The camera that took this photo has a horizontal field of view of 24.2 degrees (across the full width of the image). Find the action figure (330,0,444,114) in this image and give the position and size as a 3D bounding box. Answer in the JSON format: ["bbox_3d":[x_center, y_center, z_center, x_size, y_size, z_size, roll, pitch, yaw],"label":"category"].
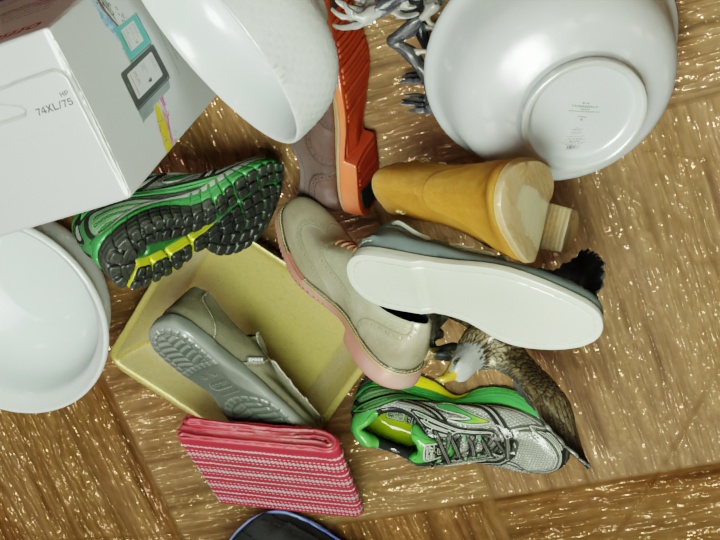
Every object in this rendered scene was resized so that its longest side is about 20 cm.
[{"bbox_3d":[0.025,-0.219,1.269,0.101,0.119,0.201,-9,121,14],"label":"action figure"}]

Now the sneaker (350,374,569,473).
[{"bbox_3d":[0.085,0.149,1.475,0.199,0.085,0.078,9,121,12],"label":"sneaker"}]

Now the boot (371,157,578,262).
[{"bbox_3d":[0.072,-0.052,1.233,0.143,0.201,0.071,14,88,20],"label":"boot"}]

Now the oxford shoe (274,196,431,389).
[{"bbox_3d":[0.000,0.000,1.342,0.200,0.071,0.074,51,135,30],"label":"oxford shoe"}]

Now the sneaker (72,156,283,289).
[{"bbox_3d":[-0.144,-0.057,1.370,0.085,0.199,0.078,37,131,32],"label":"sneaker"}]

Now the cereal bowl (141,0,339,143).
[{"bbox_3d":[-0.085,-0.197,1.264,0.083,0.200,0.200,-42,104,-12],"label":"cereal bowl"}]

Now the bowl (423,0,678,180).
[{"bbox_3d":[0.153,-0.138,1.239,0.200,0.091,0.202,-7,129,-9],"label":"bowl"}]

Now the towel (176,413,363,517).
[{"bbox_3d":[-0.076,0.177,1.499,0.144,0.023,0.200,5,156,10],"label":"towel"}]

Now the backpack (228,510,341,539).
[{"bbox_3d":[-0.061,0.343,1.578,0.200,0.183,0.147,34,144,7],"label":"backpack"}]

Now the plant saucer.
[{"bbox_3d":[-0.098,0.057,1.503,0.199,0.049,0.200,33,123,-3],"label":"plant saucer"}]

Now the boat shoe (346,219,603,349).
[{"bbox_3d":[0.090,0.004,1.242,0.199,0.062,0.073,12,135,22],"label":"boat shoe"}]

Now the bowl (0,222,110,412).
[{"bbox_3d":[-0.305,0.021,1.514,0.200,0.090,0.202,8,121,14],"label":"bowl"}]

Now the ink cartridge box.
[{"bbox_3d":[-0.235,-0.146,1.341,0.146,0.200,0.147,-14,114,25],"label":"ink cartridge box"}]

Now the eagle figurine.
[{"bbox_3d":[0.121,0.062,1.333,0.199,0.151,0.152,11,150,37],"label":"eagle figurine"}]

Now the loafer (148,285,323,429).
[{"bbox_3d":[-0.095,0.085,1.449,0.075,0.070,0.200,-12,133,40],"label":"loafer"}]

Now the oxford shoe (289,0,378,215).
[{"bbox_3d":[-0.033,-0.136,1.361,0.072,0.071,0.201,7,121,20],"label":"oxford shoe"}]
